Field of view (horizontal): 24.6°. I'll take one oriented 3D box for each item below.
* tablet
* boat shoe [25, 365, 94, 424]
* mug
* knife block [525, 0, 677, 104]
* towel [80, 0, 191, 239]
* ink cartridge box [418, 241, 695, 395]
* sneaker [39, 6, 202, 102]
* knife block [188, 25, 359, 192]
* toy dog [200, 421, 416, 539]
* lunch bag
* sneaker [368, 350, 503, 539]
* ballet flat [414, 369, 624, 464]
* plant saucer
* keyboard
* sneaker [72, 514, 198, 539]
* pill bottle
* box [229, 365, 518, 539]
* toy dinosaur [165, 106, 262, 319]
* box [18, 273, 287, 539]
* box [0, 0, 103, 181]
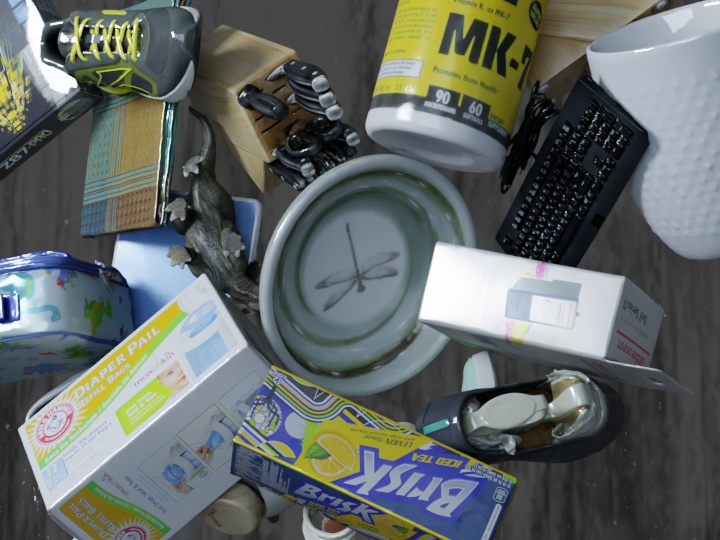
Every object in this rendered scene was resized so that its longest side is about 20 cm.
[{"bbox_3d":[-0.159,0.031,1.426,0.129,0.014,0.202,6,83,14],"label":"tablet"},{"bbox_3d":[-0.185,0.102,1.380,0.199,0.065,0.074,-27,76,7],"label":"boat shoe"},{"bbox_3d":[0.287,-0.116,1.280,0.199,0.147,0.177,-24,106,-22],"label":"mug"},{"bbox_3d":[0.139,-0.235,1.373,0.199,0.064,0.176,-35,75,6],"label":"knife block"},{"bbox_3d":[-0.194,-0.131,1.418,0.146,0.022,0.202,-5,78,55],"label":"towel"},{"bbox_3d":[0.159,0.038,1.277,0.198,0.117,0.068,12,82,27],"label":"ink cartridge box"},{"bbox_3d":[-0.197,-0.176,1.341,0.199,0.084,0.075,-1,84,56],"label":"sneaker"},{"bbox_3d":[-0.081,-0.149,1.343,0.064,0.176,0.200,-33,73,-16],"label":"knife block"},{"bbox_3d":[-0.035,0.172,1.320,0.199,0.097,0.132,10,58,38],"label":"toy dog"},{"bbox_3d":[-0.298,0.043,1.375,0.198,0.161,0.083,-12,78,19],"label":"lunch bag"},{"bbox_3d":[0.055,0.162,1.320,0.117,0.074,0.203,3,83,10],"label":"sneaker"},{"bbox_3d":[0.136,0.111,1.258,0.198,0.073,0.074,-5,76,-30],"label":"ballet flat"},{"bbox_3d":[0.000,0.000,1.330,0.201,0.200,0.050,-57,36,-1],"label":"plant saucer"},{"bbox_3d":[0.145,-0.066,1.288,0.039,0.201,0.104,-30,66,-36],"label":"keyboard"},{"bbox_3d":[-0.201,0.229,1.370,0.070,0.080,0.201,35,88,18],"label":"sneaker"},{"bbox_3d":[0.082,-0.187,1.285,0.113,0.114,0.202,13,82,15],"label":"pill bottle"},{"bbox_3d":[0.009,0.149,1.200,0.199,0.064,0.070,25,62,6],"label":"box"},{"bbox_3d":[-0.126,-0.034,1.376,0.076,0.102,0.201,-25,73,-1],"label":"toy dinosaur"},{"bbox_3d":[-0.154,0.120,1.297,0.200,0.101,0.113,-40,38,1],"label":"box"},{"bbox_3d":[-0.339,-0.191,1.478,0.161,0.049,0.201,-34,74,15],"label":"box"}]
